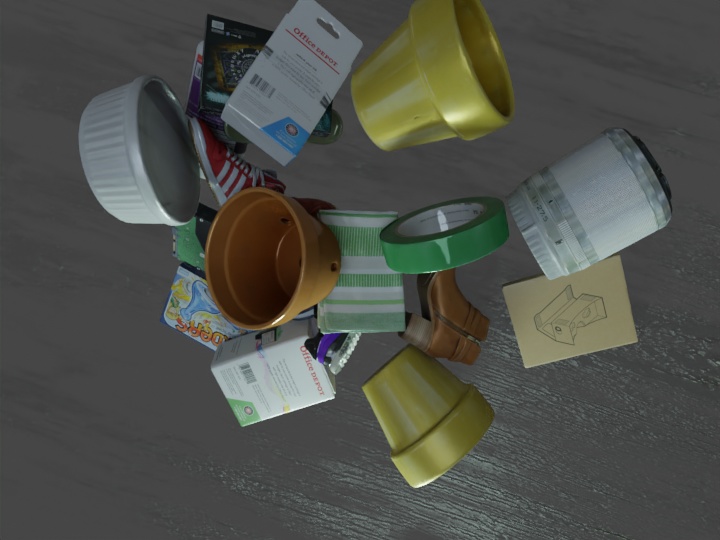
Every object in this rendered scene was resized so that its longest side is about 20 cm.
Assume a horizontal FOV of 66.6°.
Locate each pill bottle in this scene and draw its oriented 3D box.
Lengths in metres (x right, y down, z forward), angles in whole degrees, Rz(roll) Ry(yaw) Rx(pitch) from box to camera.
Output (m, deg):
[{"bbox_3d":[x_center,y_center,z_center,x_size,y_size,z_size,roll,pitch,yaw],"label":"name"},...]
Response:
[{"bbox_3d":[-0.228,-0.255,0.889,0.110,0.113,0.203,22,114,2],"label":"pill bottle"}]

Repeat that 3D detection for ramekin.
[{"bbox_3d":[-0.305,-0.160,0.765,0.092,0.203,0.207,-7,110,5],"label":"ramekin"}]

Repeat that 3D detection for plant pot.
[{"bbox_3d":[0.095,-0.269,0.780,0.186,0.201,0.204,-17,108,33],"label":"plant pot"},{"bbox_3d":[0.106,0.242,0.980,0.201,0.200,0.190,-43,83,22],"label":"plant pot"},{"bbox_3d":[-0.122,-0.016,0.840,0.196,0.139,0.206,-1,88,32],"label":"plant pot"}]

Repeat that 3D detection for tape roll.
[{"bbox_3d":[0.128,-0.058,0.846,0.196,0.201,0.049,-13,108,15],"label":"tape roll"}]

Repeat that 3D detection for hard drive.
[{"bbox_3d":[-0.244,-0.038,0.991,0.196,0.038,0.141,24,136,1],"label":"hard drive"}]

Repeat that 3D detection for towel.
[{"bbox_3d":[0.000,0.000,0.912,0.149,0.023,0.206,-1,81,-12],"label":"towel"}]

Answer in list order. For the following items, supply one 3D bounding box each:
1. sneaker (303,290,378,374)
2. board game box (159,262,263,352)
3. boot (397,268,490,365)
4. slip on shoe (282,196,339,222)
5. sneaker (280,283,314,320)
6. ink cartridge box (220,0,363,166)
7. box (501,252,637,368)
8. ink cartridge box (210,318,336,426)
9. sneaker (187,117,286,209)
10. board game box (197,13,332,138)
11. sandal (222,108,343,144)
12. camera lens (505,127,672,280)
[{"bbox_3d":[-0.032,0.068,0.956,0.098,0.070,0.202,27,73,13],"label":"sneaker"},{"bbox_3d":[-0.282,0.087,1.072,0.197,0.035,0.137,28,113,-1],"label":"board game box"},{"bbox_3d":[0.168,0.058,0.953,0.153,0.077,0.204,23,87,-16],"label":"boot"},{"bbox_3d":[-0.131,-0.098,0.949,0.195,0.061,0.076,9,84,9],"label":"slip on shoe"},{"bbox_3d":[-0.074,0.007,0.984,0.199,0.070,0.109,-39,133,-3],"label":"sneaker"},{"bbox_3d":[-0.094,-0.267,0.774,0.115,0.066,0.203,34,75,-16],"label":"ink cartridge box"},{"bbox_3d":[0.362,0.074,0.948,0.196,0.021,0.167,-16,106,16],"label":"box"},{"bbox_3d":[-0.159,0.188,1.036,0.196,0.084,0.147,-18,114,6],"label":"ink cartridge box"},{"bbox_3d":[-0.185,-0.157,0.853,0.110,0.072,0.203,-22,130,-5],"label":"sneaker"},{"bbox_3d":[-0.135,-0.283,0.810,0.195,0.028,0.139,6,85,-22],"label":"board game box"},{"bbox_3d":[-0.116,-0.233,0.860,0.196,0.058,0.081,-4,123,-21],"label":"sandal"},{"bbox_3d":[0.337,-0.098,0.813,0.198,0.160,0.162,-31,103,20],"label":"camera lens"}]
